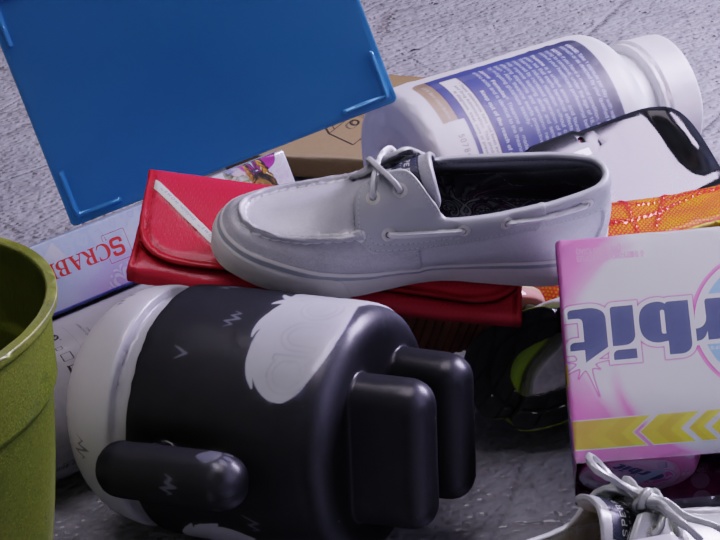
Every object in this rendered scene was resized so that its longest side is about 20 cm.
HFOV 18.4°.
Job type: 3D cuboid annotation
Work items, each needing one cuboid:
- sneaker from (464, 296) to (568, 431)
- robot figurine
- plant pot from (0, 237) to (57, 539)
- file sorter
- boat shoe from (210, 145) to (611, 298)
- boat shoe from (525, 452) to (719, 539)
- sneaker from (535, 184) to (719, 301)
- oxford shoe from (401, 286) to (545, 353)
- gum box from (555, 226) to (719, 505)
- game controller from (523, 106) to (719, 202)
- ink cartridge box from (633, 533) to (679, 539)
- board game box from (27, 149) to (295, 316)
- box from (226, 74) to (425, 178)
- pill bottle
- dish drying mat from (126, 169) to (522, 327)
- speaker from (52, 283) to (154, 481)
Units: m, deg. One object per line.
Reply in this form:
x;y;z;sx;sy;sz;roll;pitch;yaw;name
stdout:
0.149;0.025;1.157;0.199;0.074;0.081;-15;3;3;sneaker
-0.045;0.073;1.067;0.199;0.150;0.125;5;68;26;robot figurine
-0.211;0.110;0.935;0.199;0.194;0.201;-6;22;3;plant pot
-0.096;-0.132;1.314;0.199;0.139;0.123;-21;7;2;file sorter
0.027;-0.030;1.093;0.199;0.069;0.072;3;44;-4;boat shoe
0.112;0.120;0.950;0.201;0.086;0.075;-14;24;-15;boat shoe
0.180;-0.015;1.242;0.199;0.073;0.077;-22;7;-28;sneaker
0.000;0.000;1.173;0.199;0.071;0.074;4;57;-14;oxford shoe
0.196;0.041;1.058;0.199;0.066;0.114;-5;65;5;gum box
0.135;-0.032;1.299;0.199;0.042;0.104;-21;63;-29;game controller
0.074;0.188;0.805;0.144;0.085;0.200;-9;22;-3;ink cartridge box
-0.164;-0.002;1.278;0.200;0.041;0.199;-23;4;-33;board game box
0.028;-0.100;1.566;0.199;0.021;0.163;7;27;29;box
0.110;-0.083;1.389;0.199;0.111;0.111;-18;25;-23;pill bottle
-0.015;-0.012;1.131;0.199;0.018;0.077;7;45;1;dish drying mat
-0.109;0.045;1.199;0.200;0.082;0.081;-24;28;-33;speaker
